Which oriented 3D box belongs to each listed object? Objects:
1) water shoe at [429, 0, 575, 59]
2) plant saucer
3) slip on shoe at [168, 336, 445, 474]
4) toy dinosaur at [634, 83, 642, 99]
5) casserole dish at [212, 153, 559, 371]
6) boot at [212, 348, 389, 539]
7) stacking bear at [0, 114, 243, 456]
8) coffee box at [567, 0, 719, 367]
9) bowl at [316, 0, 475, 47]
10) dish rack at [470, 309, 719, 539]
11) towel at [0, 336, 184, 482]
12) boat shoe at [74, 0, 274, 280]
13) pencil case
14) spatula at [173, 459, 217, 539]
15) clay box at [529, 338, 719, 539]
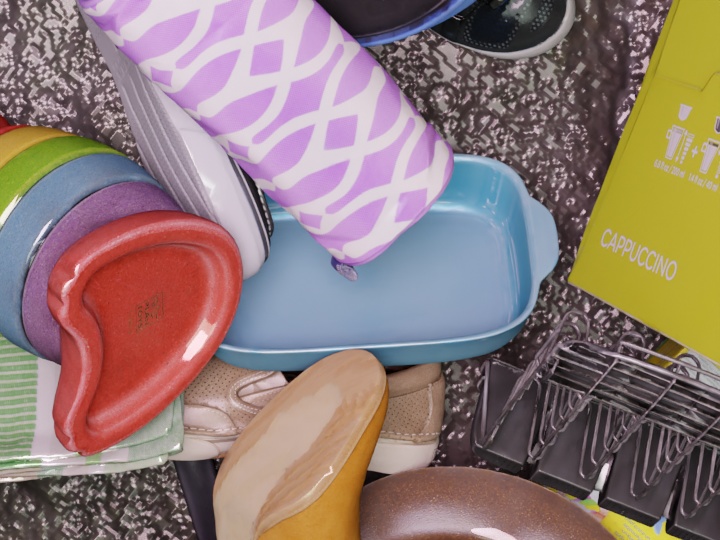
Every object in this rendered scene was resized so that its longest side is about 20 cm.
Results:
[{"bbox_3d":[0.023,-0.172,1.197,0.200,0.079,0.072,38,98,-9],"label":"water shoe"},{"bbox_3d":[0.057,0.195,1.261,0.200,0.032,0.201,7,117,13],"label":"plant saucer"},{"bbox_3d":[-0.054,0.060,1.242,0.199,0.076,0.061,8,113,-6],"label":"slip on shoe"},{"bbox_3d":[0.196,-0.051,1.238,0.101,0.058,0.201,-7,102,-1],"label":"toy dinosaur"},{"bbox_3d":[0.000,0.000,1.224,0.199,0.121,0.039,-4,143,0],"label":"casserole dish"},{"bbox_3d":[-0.014,0.149,1.200,0.144,0.071,0.201,34,88,-39],"label":"boot"},{"bbox_3d":[-0.163,-0.021,1.181,0.114,0.200,0.122,-29,138,-35],"label":"stacking bear"},{"bbox_3d":[0.247,-0.034,1.133,0.197,0.200,0.200,19,96,-23],"label":"coffee box"},{"bbox_3d":[-0.015,-0.196,1.129,0.200,0.039,0.201,9,122,15],"label":"bowl"},{"bbox_3d":[0.138,0.071,1.144,0.153,0.200,0.055,21,69,-2],"label":"dish rack"},{"bbox_3d":[-0.188,0.040,1.217,0.199,0.023,0.153,-7,59,3],"label":"towel"},{"bbox_3d":[-0.079,-0.094,1.195,0.071,0.072,0.200,-21,86,-23],"label":"boat shoe"},{"bbox_3d":[-0.042,-0.091,1.135,0.084,0.086,0.200,-41,113,7],"label":"pencil case"},{"bbox_3d":[-0.070,0.170,1.294,0.056,0.021,0.201,-16,100,-2],"label":"spatula"},{"bbox_3d":[0.154,0.128,1.278,0.115,0.048,0.200,43,100,-8],"label":"clay box"}]
